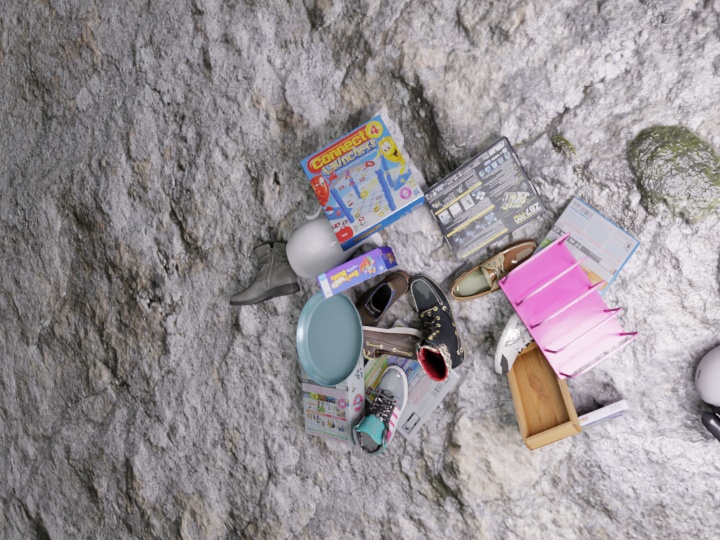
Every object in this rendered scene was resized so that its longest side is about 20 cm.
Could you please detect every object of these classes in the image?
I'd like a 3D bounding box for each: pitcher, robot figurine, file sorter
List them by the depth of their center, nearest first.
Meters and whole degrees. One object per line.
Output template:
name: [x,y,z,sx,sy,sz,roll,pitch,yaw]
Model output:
robot figurine: [0.648,0.213,0.853,0.200,0.149,0.126,45,142,11]
file sorter: [0.347,0.060,0.886,0.137,0.125,0.204,-33,77,6]
pitcher: [-0.071,-0.089,1.149,0.195,0.121,0.177,-25,83,16]

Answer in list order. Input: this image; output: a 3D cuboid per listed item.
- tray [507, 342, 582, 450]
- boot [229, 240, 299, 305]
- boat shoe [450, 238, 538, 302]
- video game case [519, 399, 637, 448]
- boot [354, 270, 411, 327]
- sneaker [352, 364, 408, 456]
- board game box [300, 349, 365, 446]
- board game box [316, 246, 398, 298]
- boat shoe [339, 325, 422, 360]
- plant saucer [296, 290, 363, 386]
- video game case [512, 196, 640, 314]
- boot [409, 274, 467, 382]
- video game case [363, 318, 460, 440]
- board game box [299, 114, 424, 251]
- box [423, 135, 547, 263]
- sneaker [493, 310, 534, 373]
tray: [0.330,0.217,0.970,0.097,0.204,0.037,-32,124,26]
boot: [-0.239,0.006,1.272,0.193,0.067,0.136,-15,86,18]
boat shoe: [0.262,0.009,1.027,0.197,0.073,0.077,-34,84,25]
video game case: [0.403,0.285,0.966,0.197,0.142,0.019,-32,60,24]
boot: [0.021,0.077,1.136,0.075,0.096,0.200,47,113,11]
sneaker: [0.039,0.311,1.124,0.081,0.120,0.207,18,105,21]
board game box: [-0.063,0.281,1.210,0.144,0.063,0.209,2,97,37]
board game box: [0.000,0.000,1.064,0.131,0.200,0.046,-24,89,11]
boat shoe: [0.037,0.159,1.124,0.193,0.072,0.062,-1,67,22]
plant saucer: [-0.064,0.145,1.142,0.195,0.027,0.209,-5,83,40]
video game case: [0.391,-0.011,0.960,0.142,0.018,0.202,37,91,14]
boot: [0.144,0.113,1.052,0.072,0.153,0.209,-27,86,24]
video game case: [0.098,0.243,1.166,0.181,0.022,0.203,40,112,15]
board game box: [0.003,-0.179,1.074,0.196,0.056,0.200,-29,76,1]
box: [0.241,-0.136,1.032,0.197,0.049,0.165,-33,81,25]
sneaker: [0.320,0.111,0.995,0.086,0.075,0.206,25,93,19]
